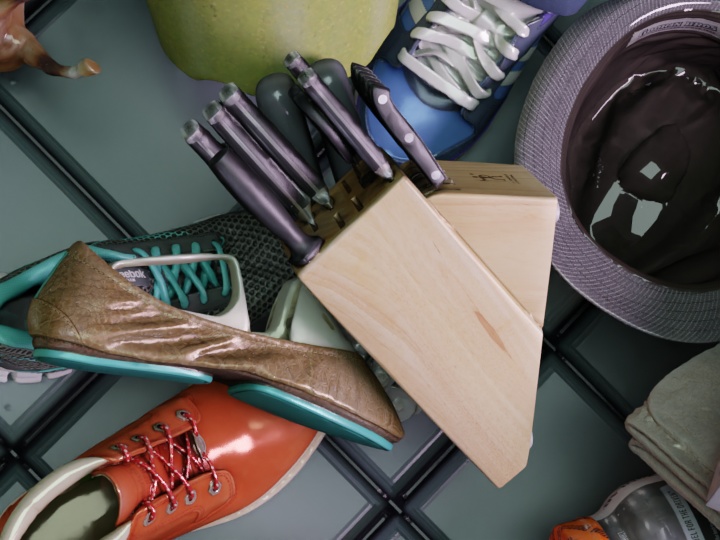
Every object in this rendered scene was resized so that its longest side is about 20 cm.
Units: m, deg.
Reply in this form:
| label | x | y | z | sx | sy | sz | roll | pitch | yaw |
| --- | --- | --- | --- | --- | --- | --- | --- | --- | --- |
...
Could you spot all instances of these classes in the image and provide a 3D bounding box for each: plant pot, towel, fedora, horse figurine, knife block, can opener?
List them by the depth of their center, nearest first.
| label | x | y | z | sx | sy | sz | roll | pitch | yaw |
| --- | --- | --- | --- | --- | --- | --- | --- | --- | --- |
| knife block | 0.000 | 0.000 | 0.773 | 0.174 | 0.064 | 0.201 | 1 | 108 | -11 |
| plant pot | -0.047 | -0.197 | 0.806 | 0.199 | 0.185 | 0.201 | -2 | 47 | 2 |
| towel | 0.242 | 0.071 | 0.810 | 0.199 | 0.035 | 0.133 | -28 | 52 | -22 |
| can opener | -0.007 | -0.011 | 0.834 | 0.052 | 0.067 | 0.201 | -17 | 112 | 2 |
| horse figurine | -0.187 | -0.169 | 0.853 | 0.050 | 0.132 | 0.201 | 9 | 79 | -49 |
| fedora | 0.162 | -0.052 | 0.875 | 0.176 | 0.090 | 0.201 | 26 | 74 | -4 |

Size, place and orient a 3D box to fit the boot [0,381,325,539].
| label | x | y | z | sx | sy | sz | roll | pitch | yaw |
| --- | --- | --- | --- | --- | --- | --- | --- | --- | --- |
| boot | -0.095 | 0.102 | 0.819 | 0.199 | 0.107 | 0.075 | -32 | 84 | -12 |

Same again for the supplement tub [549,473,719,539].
| label | x | y | z | sx | sy | sz | roll | pitch | yaw |
| --- | --- | --- | --- | --- | --- | --- | --- | --- | --- |
| supplement tub | 0.206 | 0.156 | 0.837 | 0.199 | 0.123 | 0.123 | -12 | 84 | -8 |

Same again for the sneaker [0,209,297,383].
| label | x | y | z | sx | sy | sz | roll | pitch | yaw |
| --- | --- | --- | --- | --- | --- | --- | --- | --- | --- |
| sneaker | -0.111 | 0.013 | 0.835 | 0.199 | 0.091 | 0.078 | -17 | 86 | -8 |

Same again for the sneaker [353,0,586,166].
| label | x | y | z | sx | sy | sz | roll | pitch | yaw |
| --- | --- | --- | --- | --- | --- | --- | --- | --- | --- |
| sneaker | 0.069 | -0.142 | 0.848 | 0.080 | 0.146 | 0.200 | 38 | 80 | 0 |

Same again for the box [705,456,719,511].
| label | x | y | z | sx | sy | sz | roll | pitch | yaw |
| --- | --- | --- | --- | --- | --- | --- | --- | --- | --- |
| box | 0.266 | 0.052 | 0.764 | 0.155 | 0.041 | 0.201 | 23 | 57 | 6 |

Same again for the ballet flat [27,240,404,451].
| label | x | y | z | sx | sy | sz | roll | pitch | yaw |
| --- | --- | --- | --- | --- | --- | --- | --- | --- | --- |
| ballet flat | -0.061 | 0.031 | 0.787 | 0.199 | 0.068 | 0.073 | 17 | 78 | -19 |
